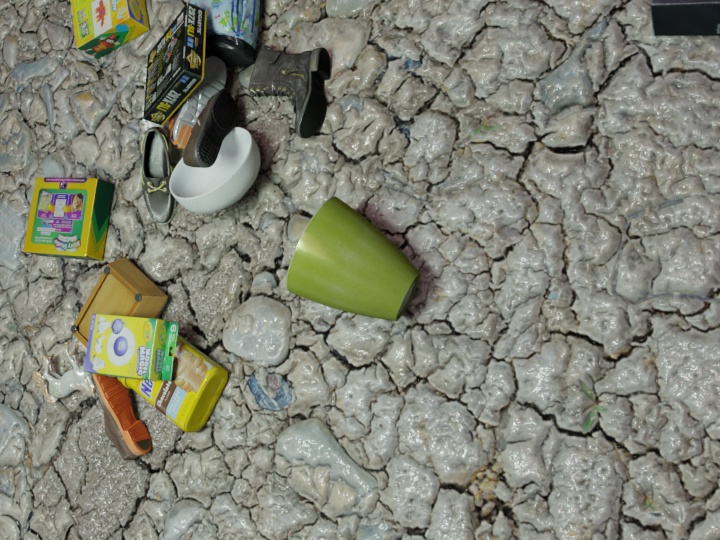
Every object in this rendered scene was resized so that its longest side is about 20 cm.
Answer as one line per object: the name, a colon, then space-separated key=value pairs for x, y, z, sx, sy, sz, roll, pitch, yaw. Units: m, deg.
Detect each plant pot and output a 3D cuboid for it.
plant pot: x=0.000 y=0.000 z=1.337 sx=0.197 sy=0.187 sz=0.190 roll=28 pitch=93 yaw=11

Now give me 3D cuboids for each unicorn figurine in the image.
unicorn figurine: x=-0.621 y=0.228 z=1.641 sx=0.198 sy=0.073 sz=0.140 roll=-30 pitch=79 yaw=33

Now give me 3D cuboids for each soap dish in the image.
soap dish: x=-0.512 y=0.095 z=1.599 sx=0.156 sy=0.081 sz=0.202 roll=35 pitch=96 yaw=26

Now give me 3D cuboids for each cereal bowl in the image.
cereal bowl: x=-0.280 y=-0.188 z=1.518 sx=0.196 sy=0.084 sz=0.203 roll=-19 pitch=44 yaw=19

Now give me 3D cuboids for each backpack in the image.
backpack: x=-0.282 y=-0.541 z=1.578 sx=0.160 sy=0.153 sz=0.204 roll=7 pitch=72 yaw=32

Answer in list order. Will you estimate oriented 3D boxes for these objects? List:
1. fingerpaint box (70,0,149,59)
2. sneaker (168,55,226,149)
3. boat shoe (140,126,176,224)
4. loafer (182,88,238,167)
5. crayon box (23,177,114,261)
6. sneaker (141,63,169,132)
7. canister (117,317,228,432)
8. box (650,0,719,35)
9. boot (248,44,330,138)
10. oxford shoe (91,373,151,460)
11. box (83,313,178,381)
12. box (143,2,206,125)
fingerpaint box: x=-0.586 y=-0.623 z=1.759 sx=0.164 sy=0.073 sz=0.205 roll=-20 pitch=74 yaw=22
sneaker: x=-0.353 y=-0.355 z=1.586 sx=0.111 sy=0.077 sz=0.203 roll=25 pitch=89 yaw=57
boat shoe: x=-0.428 y=-0.197 z=1.591 sx=0.070 sy=0.061 sz=0.207 roll=-3 pitch=98 yaw=-2
loafer: x=-0.305 y=-0.283 z=1.505 sx=0.070 sy=0.073 sz=0.203 roll=-9 pitch=44 yaw=31
crayon box: x=-0.661 y=-0.118 z=1.718 sx=0.196 sy=0.058 sz=0.177 roll=4 pitch=84 yaw=26
sneaker: x=-0.425 y=-0.360 z=1.644 sx=0.079 sy=0.075 sz=0.205 roll=-7 pitch=78 yaw=14
canister: x=-0.373 y=0.208 z=1.513 sx=0.198 sy=0.086 sz=0.151 roll=30 pitch=94 yaw=25
box: x=0.562 y=-0.480 z=1.170 sx=0.196 sy=0.117 sz=0.202 roll=8 pitch=85 yaw=25
boot: x=-0.152 y=-0.359 z=1.521 sx=0.170 sy=0.069 sz=0.205 roll=4 pitch=76 yaw=28
oxford shoe: x=-0.505 y=0.295 z=1.549 sx=0.072 sy=0.071 sz=0.203 roll=-29 pitch=86 yaw=22
box: x=-0.445 y=0.150 z=1.481 sx=0.195 sy=0.048 sz=0.120 roll=2 pitch=81 yaw=24
box: x=-0.376 y=-0.411 z=1.530 sx=0.199 sy=0.049 sz=0.163 roll=-29 pitch=55 yaw=46
